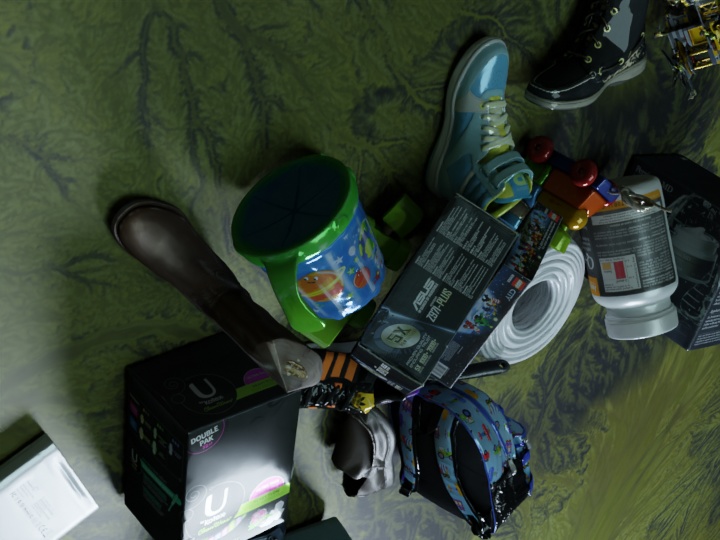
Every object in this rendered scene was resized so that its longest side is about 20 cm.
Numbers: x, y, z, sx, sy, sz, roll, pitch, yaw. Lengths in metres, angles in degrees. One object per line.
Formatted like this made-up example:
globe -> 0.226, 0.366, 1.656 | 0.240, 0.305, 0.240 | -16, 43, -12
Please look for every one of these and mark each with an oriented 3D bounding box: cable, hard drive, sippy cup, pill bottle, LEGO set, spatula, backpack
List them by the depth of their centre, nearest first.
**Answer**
sippy cup -> -0.042, -0.024, 1.259 | 0.178, 0.139, 0.130 | -50, 133, -17
hard drive -> -0.377, 0.268, 1.276 | 0.200, 0.026, 0.132 | -37, 140, -17
LEGO set -> 0.391, -0.316, 1.489 | 0.154, 0.116, 0.200 | 57, 37, -30
spatula -> 0.102, 0.132, 1.584 | 0.199, 0.057, 0.021 | -5, 150, -24
pill bottle -> 0.353, -0.018, 1.634 | 0.116, 0.116, 0.201 | -18, 100, -35
backpack -> 0.130, 0.221, 1.635 | 0.134, 0.182, 0.201 | -37, 129, -30
cable -> 0.214, 0.031, 1.637 | 0.200, 0.069, 0.200 | 14, 110, -50

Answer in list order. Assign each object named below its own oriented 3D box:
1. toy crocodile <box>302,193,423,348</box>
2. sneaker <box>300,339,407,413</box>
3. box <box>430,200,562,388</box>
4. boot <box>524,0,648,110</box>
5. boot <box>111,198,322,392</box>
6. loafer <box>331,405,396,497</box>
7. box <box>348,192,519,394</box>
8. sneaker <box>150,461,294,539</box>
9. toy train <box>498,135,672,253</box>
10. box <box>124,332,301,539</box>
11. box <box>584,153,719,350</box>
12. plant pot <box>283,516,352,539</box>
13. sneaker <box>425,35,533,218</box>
toy crocodile -> 0.000, 0.000, 1.410 | 0.067, 0.062, 0.200 | 30, 102, -12
sneaker -> -0.027, 0.134, 1.462 | 0.200, 0.090, 0.070 | -7, 125, -42
box -> 0.155, 0.029, 1.449 | 0.200, 0.038, 0.137 | -58, 178, 42
boot -> 0.268, -0.280, 1.433 | 0.203, 0.073, 0.154 | -28, 136, -36
boot -> -0.131, 0.028, 1.179 | 0.064, 0.200, 0.186 | -48, 141, 3
loafer -> 0.000, 0.231, 1.584 | 0.071, 0.073, 0.200 | -35, 140, -22
box -> 0.078, 0.031, 1.401 | 0.200, 0.086, 0.164 | -57, 179, -9
sneaker -> -0.167, 0.312, 1.482 | 0.202, 0.077, 0.147 | -17, 129, -37
toy train -> 0.259, -0.069, 1.488 | 0.116, 0.200, 0.085 | -57, 142, 3
box -> -0.163, 0.191, 1.347 | 0.148, 0.124, 0.201 | -19, 132, -36
box -> 0.446, -0.029, 1.715 | 0.124, 0.200, 0.197 | -6, 124, -43
plant pot -> -0.095, 0.466, 1.603 | 0.199, 0.196, 0.197 | -4, 124, -31
sneaker -> 0.152, -0.147, 1.378 | 0.079, 0.131, 0.201 | -13, 128, -37
